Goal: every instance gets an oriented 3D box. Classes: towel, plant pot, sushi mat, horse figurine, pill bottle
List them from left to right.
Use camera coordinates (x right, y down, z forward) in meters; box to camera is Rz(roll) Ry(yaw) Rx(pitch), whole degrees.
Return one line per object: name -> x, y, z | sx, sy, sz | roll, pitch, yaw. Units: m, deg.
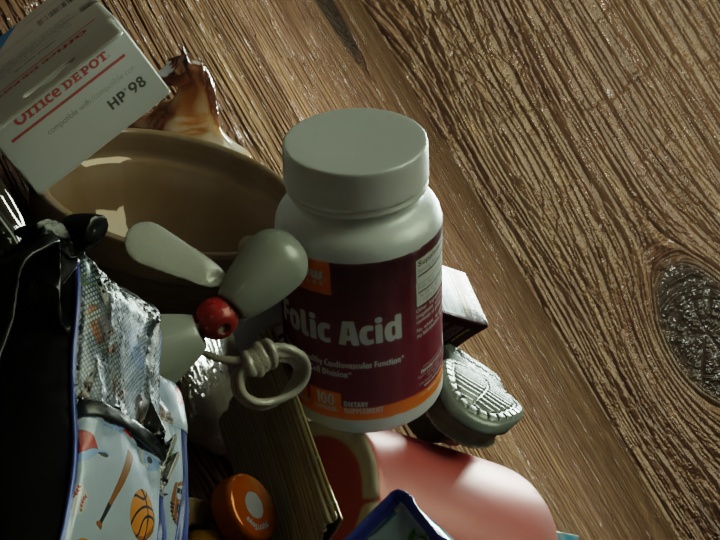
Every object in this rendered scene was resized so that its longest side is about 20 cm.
plant pot -> -0.146, -0.022, 1.056 | 0.200, 0.093, 0.201 | 13, 28, -7
horse figurine -> -0.140, -0.085, 1.212 | 0.200, 0.132, 0.050 | 52, 15, -29
towel -> -0.128, 0.066, 1.142 | 0.132, 0.034, 0.201 | 40, 24, -50
sushi mat -> -0.058, 0.131, 0.967 | 0.012, 0.096, 0.200 | 11, 30, -25
pill bottle -> 0.000, 0.000, 0.983 | 0.114, 0.114, 0.201 | -99, -174, -58
plant pot -> 0.015, 0.205, 1.054 | 0.177, 0.200, 0.201 | 32, 27, -39

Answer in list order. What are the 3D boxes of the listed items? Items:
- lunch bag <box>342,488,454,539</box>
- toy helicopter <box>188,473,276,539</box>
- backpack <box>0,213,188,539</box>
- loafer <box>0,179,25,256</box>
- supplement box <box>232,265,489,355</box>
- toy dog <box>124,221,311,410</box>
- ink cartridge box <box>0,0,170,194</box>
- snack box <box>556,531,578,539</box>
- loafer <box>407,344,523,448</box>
lunch bag -> 0.014, 0.265, 0.877 | 0.127, 0.200, 0.170 | 34, -15, 52
toy helicopter -> -0.124, 0.190, 0.851 | 0.200, 0.079, 0.133 | 19, 49, -53
backpack -> -0.167, 0.104, 0.635 | 0.154, 0.199, 0.191 | 44, 33, -43
loafer -> -0.264, -0.064, 0.883 | 0.201, 0.073, 0.071 | 63, 3, -4
supplement box -> -0.001, 0.033, 1.161 | 0.200, 0.109, 0.061 | 18, 43, -48
toy dog -> -0.135, 0.038, 0.916 | 0.096, 0.199, 0.132 | 40, -39, 45
ink cartridge box -> -0.206, -0.125, 0.993 | 0.067, 0.116, 0.200 | 53, -3, -28
snack box -> 0.108, 0.302, 1.139 | 0.037, 0.116, 0.201 | 133, -34, -65
loafer -> 0.076, 0.110, 1.113 | 0.075, 0.070, 0.200 | 33, 5, 2
